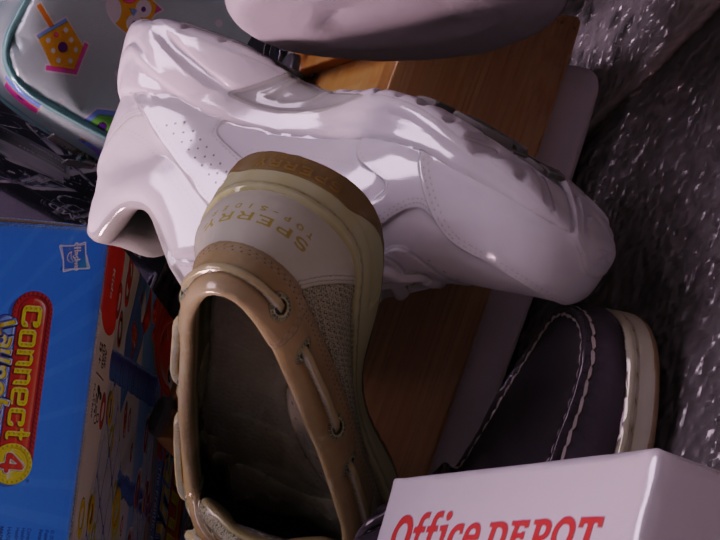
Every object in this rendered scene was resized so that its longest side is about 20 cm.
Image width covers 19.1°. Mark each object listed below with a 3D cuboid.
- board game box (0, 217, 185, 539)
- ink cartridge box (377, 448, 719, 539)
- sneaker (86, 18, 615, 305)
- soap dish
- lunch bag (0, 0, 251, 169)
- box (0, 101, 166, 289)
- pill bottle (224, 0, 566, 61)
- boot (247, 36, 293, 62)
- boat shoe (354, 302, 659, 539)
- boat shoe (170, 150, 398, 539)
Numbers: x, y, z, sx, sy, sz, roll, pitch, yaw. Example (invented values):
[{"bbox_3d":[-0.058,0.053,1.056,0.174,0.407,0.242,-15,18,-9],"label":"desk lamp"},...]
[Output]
[{"bbox_3d":[-0.114,0.104,0.825,0.196,0.055,0.202,69,-155,-73],"label":"board game box"},{"bbox_3d":[0.043,0.150,0.516,0.146,0.084,0.201,-19,51,64],"label":"ink cartridge box"},{"bbox_3d":[-0.009,-0.011,0.692,0.199,0.078,0.100,20,89,38],"label":"sneaker"},{"bbox_3d":[0.000,0.000,0.799,0.157,0.081,0.201,-3,66,68],"label":"soap dish"},{"bbox_3d":[-0.091,-0.137,1.081,0.077,0.160,0.201,2,63,63],"label":"lunch bag"},{"bbox_3d":[-0.201,-0.025,1.111,0.105,0.199,0.182,-60,6,14],"label":"box"},{"bbox_3d":[0.010,-0.177,0.688,0.111,0.110,0.202,158,113,-63],"label":"pill bottle"},{"bbox_3d":[-0.014,-0.122,0.989,0.154,0.073,0.205,-29,40,64],"label":"boot"},{"bbox_3d":[0.026,0.098,0.646,0.201,0.064,0.072,-65,18,3],"label":"boat shoe"},{"bbox_3d":[-0.028,0.059,0.664,0.063,0.073,0.202,-58,-20,-45],"label":"boat shoe"}]
